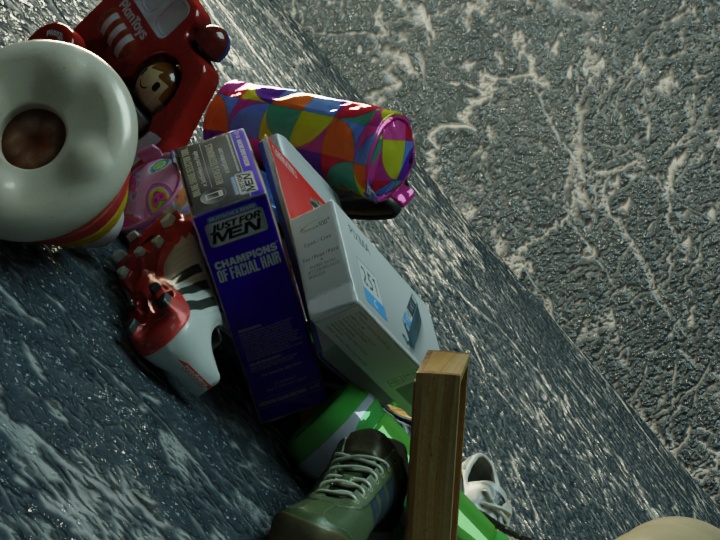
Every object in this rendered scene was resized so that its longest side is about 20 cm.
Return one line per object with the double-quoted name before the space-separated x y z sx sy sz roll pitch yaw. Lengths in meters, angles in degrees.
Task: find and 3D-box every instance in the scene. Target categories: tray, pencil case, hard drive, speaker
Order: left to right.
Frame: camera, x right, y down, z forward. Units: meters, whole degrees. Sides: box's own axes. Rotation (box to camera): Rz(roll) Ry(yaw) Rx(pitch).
"pencil case" -0.124 -0.026 1.557 0.200 0.087 0.088 39 12 -38
"pencil case" -0.046 -0.114 1.615 0.198 0.089 0.088 17 -6 31
"hard drive" -0.026 0.001 1.478 0.132 0.025 0.202 46 24 -58
"speaker" 0.035 0.184 1.416 0.200 0.088 0.088 47 10 -2
"tray" 0.054 0.166 1.319 0.037 0.203 0.099 3 7 7

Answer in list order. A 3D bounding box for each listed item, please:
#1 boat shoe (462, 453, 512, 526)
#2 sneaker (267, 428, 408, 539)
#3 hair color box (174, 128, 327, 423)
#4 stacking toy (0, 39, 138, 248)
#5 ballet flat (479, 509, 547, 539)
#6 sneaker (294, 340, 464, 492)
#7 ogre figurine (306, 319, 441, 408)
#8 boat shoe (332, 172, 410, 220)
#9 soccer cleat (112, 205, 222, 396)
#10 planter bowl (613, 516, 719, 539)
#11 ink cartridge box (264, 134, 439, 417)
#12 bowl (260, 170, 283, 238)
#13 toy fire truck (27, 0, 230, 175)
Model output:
"boat shoe" 0.105 0.221 1.619 0.072 0.066 0.200 46 10 -8
"sneaker" -0.010 0.154 1.277 0.066 0.091 0.200 16 -2 16
"hair color box" -0.085 0.005 1.412 0.110 0.064 0.201 -113 -175 -56
"stacking toy" -0.217 -0.063 1.304 0.146 0.146 0.200 50 -9 17
"ballet flat" 0.094 0.227 1.503 0.198 0.047 0.067 25 -19 -16
"sneaker" 0.009 0.148 1.514 0.200 0.078 0.078 40 25 -20
"ogre figurine" 0.005 0.086 1.665 0.119 0.099 0.200 28 -6 -12
"boat shoe" -0.052 -0.082 1.694 0.076 0.198 0.061 59 36 -52
"soccer cleat" -0.141 0.022 1.375 0.085 0.068 0.200 52 10 -26
"planter bowl" 0.242 0.320 1.530 0.134 0.201 0.201 -6 48 -44
"ink cartridge box" 0.000 0.000 1.427 0.200 0.044 0.178 47 23 -55
"bowl" -0.085 -0.045 1.664 0.199 0.040 0.201 27 -13 6
"toy fire truck" -0.198 -0.179 1.600 0.112 0.168 0.201 35 15 -49
